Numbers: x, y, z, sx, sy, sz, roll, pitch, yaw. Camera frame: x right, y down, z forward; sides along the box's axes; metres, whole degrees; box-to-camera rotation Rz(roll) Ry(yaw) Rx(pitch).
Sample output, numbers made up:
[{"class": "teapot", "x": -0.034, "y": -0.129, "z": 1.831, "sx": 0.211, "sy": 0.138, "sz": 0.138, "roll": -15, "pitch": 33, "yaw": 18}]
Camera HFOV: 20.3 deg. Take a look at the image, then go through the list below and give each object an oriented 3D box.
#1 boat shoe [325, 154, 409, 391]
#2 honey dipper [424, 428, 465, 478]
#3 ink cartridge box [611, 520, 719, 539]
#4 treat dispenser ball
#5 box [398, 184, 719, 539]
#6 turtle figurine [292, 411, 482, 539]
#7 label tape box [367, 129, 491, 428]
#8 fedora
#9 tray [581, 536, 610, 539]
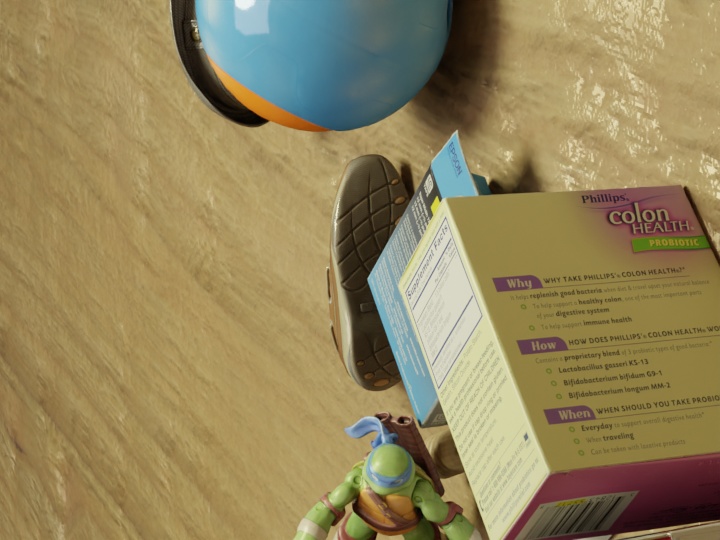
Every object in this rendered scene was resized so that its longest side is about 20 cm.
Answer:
[{"class": "boat shoe", "x": 0.000, "y": 0.000, "z": 1.701, "sx": 0.072, "sy": 0.076, "sz": 0.200, "roll": -157, "pitch": 66, "yaw": -66}, {"class": "honey dipper", "x": 0.098, "y": 0.129, "z": 1.529, "sx": 0.200, "sy": 0.038, "sz": 0.038, "roll": 148, "pitch": 115, "yaw": -67}, {"class": "ink cartridge box", "x": 0.176, "y": 0.198, "z": 1.196, "sx": 0.200, "sy": 0.175, "sz": 0.084, "roll": 151, "pitch": 112, "yaw": -65}, {"class": "treat dispenser ball", "x": -0.028, "y": -0.208, "z": 1.564, "sx": 0.201, "sy": 0.201, "sz": 0.201, "roll": 175, "pitch": 90, "yaw": -67}, {"class": "box", "x": 0.143, "y": 0.056, "z": 1.245, "sx": 0.097, "sy": 0.176, "sz": 0.200, "roll": 117, "pitch": 141, "yaw": -50}, {"class": "turtle figurine", "x": 0.021, "y": 0.227, "z": 1.563, "sx": 0.200, "sy": 0.144, "sz": 0.194, "roll": 62, "pitch": 172, "yaw": 19}, {"class": "label tape box", "x": 0.081, "y": 0.008, "z": 1.525, "sx": 0.200, "sy": 0.066, "sz": 0.143, "roll": 120, "pitch": 138, "yaw": -50}, {"class": "fedora", "x": -0.084, "y": -0.229, "z": 1.785, "sx": 0.090, "sy": 0.177, "sz": 0.200, "roll": 0, "pitch": 92, "yaw": 37}, {"class": "tray", "x": 0.137, "y": 0.173, "z": 1.478, "sx": 0.200, "sy": 0.022, "sz": 0.108, "roll": 119, "pitch": 141, "yaw": -52}]
